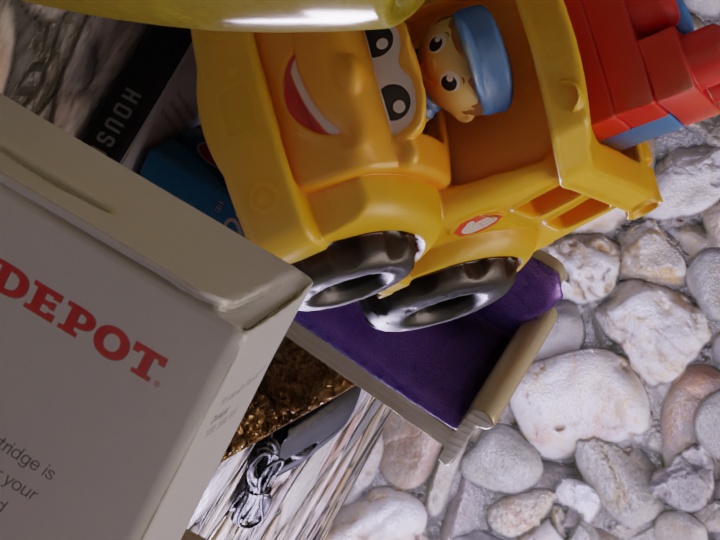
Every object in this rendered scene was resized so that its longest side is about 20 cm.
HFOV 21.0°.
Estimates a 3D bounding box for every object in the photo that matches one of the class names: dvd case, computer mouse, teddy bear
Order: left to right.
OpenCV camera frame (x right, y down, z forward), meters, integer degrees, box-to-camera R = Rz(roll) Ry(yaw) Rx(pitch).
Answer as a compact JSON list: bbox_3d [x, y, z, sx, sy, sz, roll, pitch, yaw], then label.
[{"bbox_3d":[-0.110,-0.019,0.853,0.201,0.025,0.150,-60,173,-6],"label":"dvd case"},{"bbox_3d":[-0.083,0.074,1.096,0.199,0.067,0.145,-32,179,40],"label":"teddy bear"},{"bbox_3d":[-0.048,0.149,1.816,0.201,0.052,0.139,-55,170,-35],"label":"computer mouse"}]

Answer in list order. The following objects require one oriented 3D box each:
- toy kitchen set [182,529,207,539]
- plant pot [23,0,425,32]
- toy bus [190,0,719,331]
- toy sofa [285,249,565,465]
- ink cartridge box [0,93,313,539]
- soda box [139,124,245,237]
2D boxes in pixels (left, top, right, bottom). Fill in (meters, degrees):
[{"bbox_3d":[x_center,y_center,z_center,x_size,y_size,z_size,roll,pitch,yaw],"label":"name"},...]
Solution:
[{"bbox_3d":[-0.126,0.245,1.139,0.201,0.179,0.164,-61,173,-29],"label":"toy kitchen set"},{"bbox_3d":[-0.028,-0.140,0.483,0.201,0.141,0.200,-59,173,-12],"label":"plant pot"},{"bbox_3d":[0.052,-0.068,0.778,0.190,0.137,0.200,-19,166,23],"label":"toy bus"},{"bbox_3d":[0.000,0.000,0.997,0.083,0.199,0.098,-54,177,-35],"label":"toy sofa"},{"bbox_3d":[-0.123,0.057,0.572,0.201,0.144,0.085,-62,172,15],"label":"ink cartridge box"},{"bbox_3d":[-0.093,0.040,0.851,0.201,0.064,0.068,-64,171,20],"label":"soda box"}]
